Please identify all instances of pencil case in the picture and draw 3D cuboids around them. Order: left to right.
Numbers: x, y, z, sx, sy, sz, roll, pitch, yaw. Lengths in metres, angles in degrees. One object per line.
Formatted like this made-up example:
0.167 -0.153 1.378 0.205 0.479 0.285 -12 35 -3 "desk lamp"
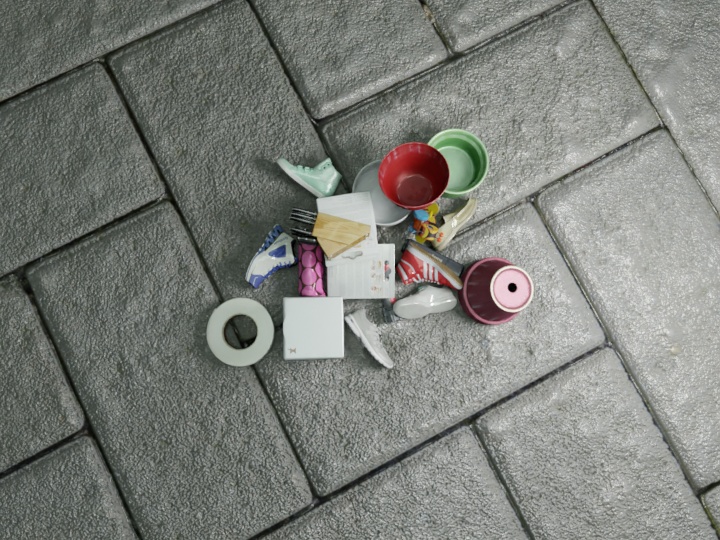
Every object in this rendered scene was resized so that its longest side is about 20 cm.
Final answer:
-0.138 -0.015 1.668 0.093 0.090 0.203 6 80 -33 "pencil case"

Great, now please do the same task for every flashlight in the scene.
0.088 0.052 1.678 0.067 0.068 0.202 -19 86 40 "flashlight"

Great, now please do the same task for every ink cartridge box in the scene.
-0.037 -0.119 1.621 0.160 0.057 0.203 -8 86 -2 "ink cartridge box"
0.000 0.000 1.645 0.197 0.047 0.162 -1 96 -1 "ink cartridge box"

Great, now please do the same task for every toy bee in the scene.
0.191 -0.122 1.652 0.108 0.131 0.201 24 55 2 "toy bee"

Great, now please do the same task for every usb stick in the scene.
0.219 -0.033 1.705 0.198 0.033 0.056 27 84 2 "usb stick"

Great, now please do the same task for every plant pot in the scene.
0.399 0.057 1.614 0.197 0.179 0.203 1 86 -7 "plant pot"

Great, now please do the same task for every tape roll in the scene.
-0.352 0.181 1.662 0.200 0.037 0.206 0 83 -2 "tape roll"

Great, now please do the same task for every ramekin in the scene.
0.280 -0.317 1.710 0.197 0.098 0.203 0 82 -1 "ramekin"

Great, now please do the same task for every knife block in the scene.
-0.092 -0.127 1.566 0.199 0.064 0.177 -30 83 -5 "knife block"

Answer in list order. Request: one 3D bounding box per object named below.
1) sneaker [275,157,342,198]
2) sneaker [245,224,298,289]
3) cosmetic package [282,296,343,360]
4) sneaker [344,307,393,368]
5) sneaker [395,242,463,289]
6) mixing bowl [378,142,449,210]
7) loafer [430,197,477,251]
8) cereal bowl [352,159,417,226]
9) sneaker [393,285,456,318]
-0.152 -0.307 1.709 0.199 0.074 0.119 35 89 -7 "sneaker"
-0.249 -0.027 1.669 0.114 0.081 0.201 28 81 4 "sneaker"
-0.129 0.164 1.587 0.164 0.200 0.170 -1 84 -2 "cosmetic package"
0.039 0.198 1.651 0.082 0.075 0.201 -37 89 -13 "sneaker"
0.197 0.020 1.661 0.199 0.071 0.113 37 105 10 "sneaker"
0.152 -0.248 1.600 0.197 0.109 0.203 -2 70 6 "mixing bowl"
0.278 -0.150 1.700 0.068 0.076 0.201 39 84 -2 "loafer"
0.071 -0.227 1.701 0.197 0.083 0.203 0 82 -2 "cereal bowl"
0.181 0.083 1.667 0.198 0.076 0.089 -6 52 -20 "sneaker"
